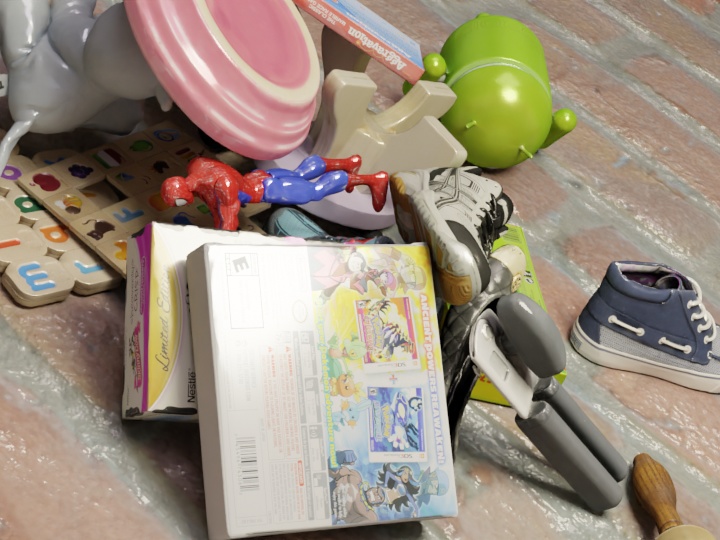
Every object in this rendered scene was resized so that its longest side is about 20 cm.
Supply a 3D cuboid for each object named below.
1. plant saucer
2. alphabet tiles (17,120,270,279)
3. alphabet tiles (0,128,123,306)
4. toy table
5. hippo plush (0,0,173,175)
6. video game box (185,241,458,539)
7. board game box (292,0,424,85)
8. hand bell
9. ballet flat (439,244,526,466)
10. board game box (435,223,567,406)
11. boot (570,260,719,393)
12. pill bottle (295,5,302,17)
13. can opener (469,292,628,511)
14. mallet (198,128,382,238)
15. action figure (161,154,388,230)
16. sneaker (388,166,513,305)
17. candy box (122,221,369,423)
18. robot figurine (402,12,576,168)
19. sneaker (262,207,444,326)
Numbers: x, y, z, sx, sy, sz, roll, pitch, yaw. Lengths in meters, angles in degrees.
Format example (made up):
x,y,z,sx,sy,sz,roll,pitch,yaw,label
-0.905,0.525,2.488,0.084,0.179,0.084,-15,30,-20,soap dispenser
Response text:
x,y,z,sx,sy,sz,roll,pitch,yaw,label
-0.098,-0.184,1.193,0.200,0.051,0.202,39,34,-33,plant saucer
-0.152,-0.045,1.241,0.200,0.008,0.167,39,43,25,alphabet tiles
-0.277,-0.046,1.210,0.195,0.015,0.200,-15,51,-45,alphabet tiles
0.003,-0.123,1.357,0.184,0.117,0.200,44,25,12,toy table
-0.213,-0.189,1.230,0.200,0.160,0.161,-29,99,-54,hippo plush
-0.026,0.081,1.073,0.181,0.047,0.202,0,78,-26,video game box
-0.031,-0.234,1.322,0.199,0.020,0.103,33,16,-11,board game box
0.240,0.198,1.169,0.103,0.105,0.200,18,23,-10,hand bell
0.086,0.069,1.178,0.056,0.067,0.201,14,66,32,ballet flat
0.105,0.029,1.322,0.101,0.048,0.201,12,36,-17,board game box
0.294,0.049,1.377,0.198,0.091,0.073,9,37,-23,boot
-0.136,-0.212,1.383,0.112,0.114,0.200,4,9,-28,pill bottle
0.148,0.105,1.161,0.200,0.066,0.053,52,41,-26,can opener
-0.056,-0.091,1.398,0.199,0.041,0.066,36,32,6,mallet
-0.076,-0.041,1.204,0.199,0.100,0.065,-1,23,-40,action figure
0.081,-0.040,1.181,0.087,0.076,0.200,-12,25,-5,sneaker
-0.071,0.044,1.119,0.198,0.061,0.138,5,78,-26,candy box
0.137,-0.185,1.568,0.174,0.116,0.201,21,34,-14,robot figurine
0.000,0.000,1.251,0.079,0.096,0.200,-18,52,-45,sneaker
